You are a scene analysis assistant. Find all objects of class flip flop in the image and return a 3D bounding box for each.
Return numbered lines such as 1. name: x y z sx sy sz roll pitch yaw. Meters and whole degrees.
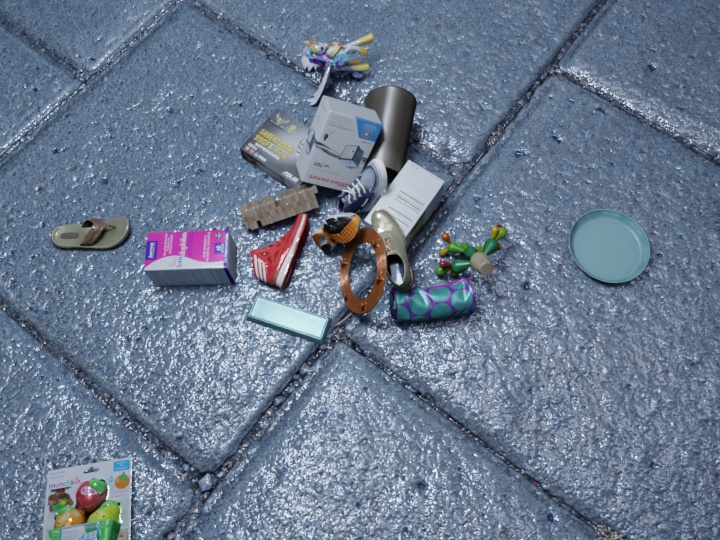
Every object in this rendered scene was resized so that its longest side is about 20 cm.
1. flip flop: -0.673 -0.097 1.688 0.198 0.058 0.082 -3 67 -1

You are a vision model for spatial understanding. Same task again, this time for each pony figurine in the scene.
1. pony figurine: -0.078 -0.564 1.835 0.198 0.193 0.168 -9 68 -24

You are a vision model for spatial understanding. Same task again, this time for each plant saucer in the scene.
1. plant saucer: -0.171 0.113 1.619 0.198 0.019 0.070 17 68 8
2. plant saucer: 0.614 -0.058 1.686 0.198 0.027 0.202 0 67 1

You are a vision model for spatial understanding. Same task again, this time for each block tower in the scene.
1. block tower: -0.199 -0.161 1.700 0.198 0.058 0.054 -21 27 -3

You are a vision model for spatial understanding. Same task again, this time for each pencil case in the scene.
1. pencil case: 0.168 0.069 1.599 0.198 0.085 0.093 -6 102 -4

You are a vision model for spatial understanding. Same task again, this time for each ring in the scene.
1. ring: 0.000 0.000 1.579 0.019 0.200 0.202 7 62 -31

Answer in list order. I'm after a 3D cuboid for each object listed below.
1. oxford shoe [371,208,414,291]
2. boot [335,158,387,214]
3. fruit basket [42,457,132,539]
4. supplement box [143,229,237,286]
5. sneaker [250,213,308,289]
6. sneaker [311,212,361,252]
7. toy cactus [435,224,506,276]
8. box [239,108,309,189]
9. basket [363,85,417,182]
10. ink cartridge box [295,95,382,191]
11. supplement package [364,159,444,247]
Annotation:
1. oxford shoe: 0.072 -0.053 1.552 0.070 0.074 0.202 -25 78 10
2. boot: -0.001 -0.191 1.645 0.090 0.200 0.073 -21 70 -22
3. fruit basket: -0.570 0.500 1.414 0.183 0.094 0.202 -8 64 -3
4. supplement box: -0.406 -0.029 1.636 0.198 0.104 0.102 -3 67 1
5. sneaker: -0.204 -0.063 1.663 0.114 0.079 0.202 17 67 6
6. sneaker: -0.045 -0.113 1.628 0.076 0.200 0.092 48 63 -12
7. toy cactus: 0.272 -0.043 1.617 0.198 0.103 0.165 -22 24 -3
8. box: -0.191 -0.313 1.786 0.199 0.048 0.159 35 72 14
9. basket: 0.065 -0.340 1.743 0.135 0.180 0.202 10 76 -7
10. ink cartridge box: -0.055 -0.305 1.663 0.145 0.201 0.086 9 35 -25
11. supplement package: 0.107 -0.147 1.678 0.109 0.114 0.201 32 72 12
